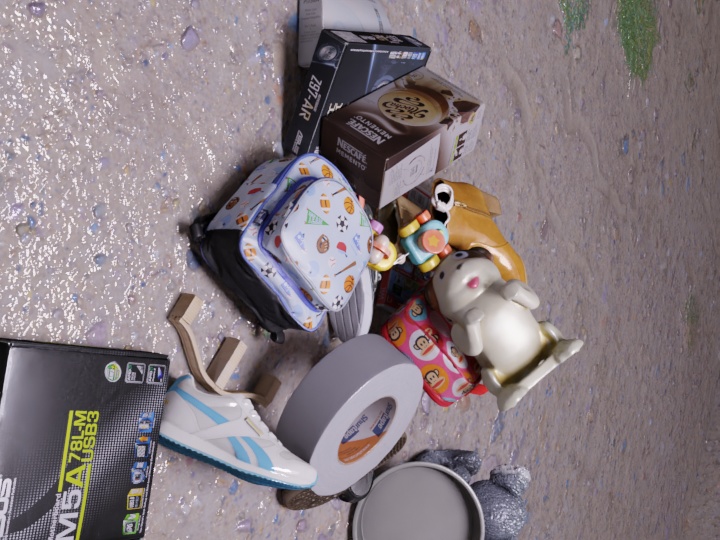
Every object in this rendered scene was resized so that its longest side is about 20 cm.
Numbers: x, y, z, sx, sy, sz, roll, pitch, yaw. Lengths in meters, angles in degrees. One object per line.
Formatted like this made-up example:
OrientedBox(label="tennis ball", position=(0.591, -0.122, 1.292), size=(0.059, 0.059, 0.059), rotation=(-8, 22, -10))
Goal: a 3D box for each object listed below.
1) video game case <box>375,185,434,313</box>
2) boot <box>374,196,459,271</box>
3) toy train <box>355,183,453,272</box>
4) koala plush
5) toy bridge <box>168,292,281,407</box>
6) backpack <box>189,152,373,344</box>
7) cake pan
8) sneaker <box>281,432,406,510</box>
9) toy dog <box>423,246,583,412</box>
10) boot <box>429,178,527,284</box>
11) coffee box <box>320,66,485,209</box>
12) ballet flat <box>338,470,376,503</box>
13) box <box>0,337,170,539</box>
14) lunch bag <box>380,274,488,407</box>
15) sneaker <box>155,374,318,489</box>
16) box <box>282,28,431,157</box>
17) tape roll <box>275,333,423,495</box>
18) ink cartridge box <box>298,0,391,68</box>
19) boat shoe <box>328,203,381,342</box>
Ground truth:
OrientedBox(label="video game case", position=(0.088, -0.025, 1.353), size=(0.142, 0.017, 0.203), rotation=(26, 73, -52))
OrientedBox(label="boot", position=(0.101, -0.074, 1.280), size=(0.199, 0.066, 0.177), rotation=(26, 44, -42))
OrientedBox(label="toy train", position=(0.044, -0.072, 1.136), size=(0.197, 0.056, 0.153), rotation=(6, 86, -21))
OrientedBox(label="koala plush", position=(0.175, 0.379, 1.364), size=(0.183, 0.198, 0.180), rotation=(27, 73, -51))
OrientedBox(label="toy bridge", position=(-0.163, 0.112, 1.020), size=(0.201, 0.027, 0.068), rotation=(54, 55, -42))
OrientedBox(label="backpack", position=(-0.077, -0.044, 1.027), size=(0.201, 0.152, 0.192), rotation=(57, 43, -38))
OrientedBox(label="cake pan", position=(0.085, 0.383, 1.279), size=(0.037, 0.197, 0.203), rotation=(-179, -86, -87))
OrientedBox(label="sneaker", position=(-0.033, 0.257, 1.185), size=(0.198, 0.076, 0.071), rotation=(-23, 141, -26))
OrientedBox(label="toy dog", position=(0.181, 0.060, 1.160), size=(0.201, 0.139, 0.194), rotation=(52, 6, 4))
OrientedBox(label="boot", position=(0.165, -0.033, 1.247), size=(0.143, 0.070, 0.204), rotation=(5, 66, -44))
OrientedBox(label="coffee box", position=(0.054, -0.176, 1.109), size=(0.199, 0.113, 0.080), rotation=(-35, 149, -35))
OrientedBox(label="ballet flat", position=(0.010, 0.246, 1.265), size=(0.066, 0.057, 0.202), rotation=(36, 56, -18))
OrientedBox(label="box", position=(-0.286, 0.174, 0.844), size=(0.192, 0.047, 0.203), rotation=(16, 80, -55))
OrientedBox(label="lunch bag", position=(0.128, 0.107, 1.248), size=(0.176, 0.082, 0.200), rotation=(48, 25, 3))
OrientedBox(label="sneaker", position=(-0.133, 0.187, 0.961), size=(0.198, 0.076, 0.082), rotation=(27, 66, -10))
OrientedBox(label="box", position=(-0.001, -0.230, 1.130), size=(0.199, 0.043, 0.162), rotation=(-15, 134, -52))
OrientedBox(label="tape roll", position=(-0.012, 0.181, 1.069), size=(0.199, 0.066, 0.202), rotation=(-34, 144, -29))
OrientedBox(label="ink cartridge box", position=(-0.015, -0.363, 1.150), size=(0.159, 0.047, 0.203), rotation=(-4, 98, -54))
OrientedBox(label="boat shoe", position=(0.000, 0.000, 1.190), size=(0.070, 0.071, 0.203), rotation=(-5, 97, -51))
